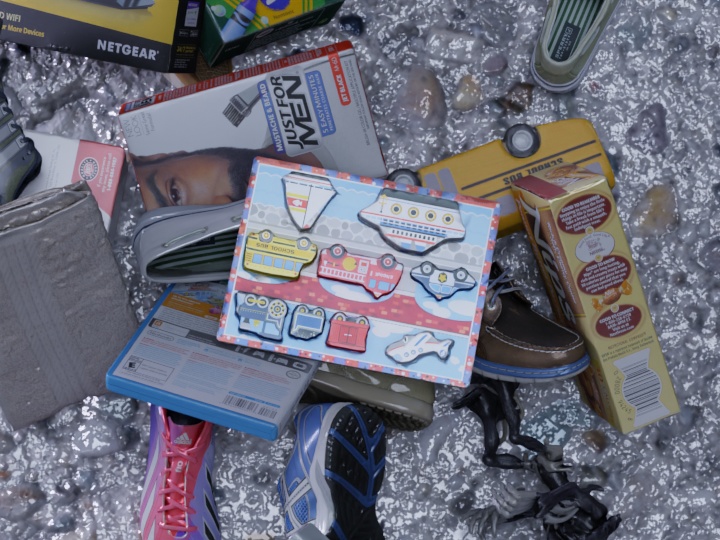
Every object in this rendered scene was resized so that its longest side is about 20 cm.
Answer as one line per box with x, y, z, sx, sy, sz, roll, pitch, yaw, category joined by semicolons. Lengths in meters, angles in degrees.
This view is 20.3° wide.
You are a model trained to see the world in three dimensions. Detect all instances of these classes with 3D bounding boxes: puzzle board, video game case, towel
0.000;0.000;1.561;0.199;0.017;0.151;11;79;0;puzzle board
-0.094;0.047;1.590;0.143;0.018;0.200;15;41;14;video game case
-0.247;0.030;1.595;0.132;0.035;0.201;-21;125;-6;towel

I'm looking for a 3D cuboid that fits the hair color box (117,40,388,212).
-0.088;-0.107;1.649;0.199;0.064;0.111;-16;103;1;hair color box

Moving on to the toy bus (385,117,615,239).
0.105;-0.066;1.676;0.199;0.065;0.079;-21;82;-7;toy bus

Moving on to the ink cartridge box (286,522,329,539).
-0.045;0.327;1.565;0.174;0.044;0.200;42;104;6;ink cartridge box

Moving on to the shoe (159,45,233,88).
-0.177;-0.223;1.705;0.070;0.053;0.200;-30;84;-43;shoe

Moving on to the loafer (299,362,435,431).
-0.029;0.073;1.639;0.199;0.076;0.069;19;68;4;loafer

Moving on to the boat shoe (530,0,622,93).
0.200;-0.247;1.717;0.072;0.062;0.201;18;77;1;boat shoe

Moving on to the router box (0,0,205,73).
-0.220;-0.255;1.646;0.199;0.052;0.158;12;99;21;router box

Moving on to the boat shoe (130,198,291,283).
-0.082;-0.021;1.608;0.199;0.074;0.067;-12;36;-1;boat shoe

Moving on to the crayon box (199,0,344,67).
-0.115;-0.286;1.696;0.125;0.052;0.201;-24;80;-28;crayon box

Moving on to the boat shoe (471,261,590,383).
0.094;0.032;1.602;0.199;0.072;0.073;17;119;33;boat shoe

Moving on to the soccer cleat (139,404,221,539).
-0.143;0.159;1.613;0.066;0.076;0.201;2;78;-2;soccer cleat

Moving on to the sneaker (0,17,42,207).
-0.293;-0.106;1.600;0.081;0.074;0.201;3;85;-10;sneaker

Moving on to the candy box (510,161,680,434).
0.187;0.020;1.605;0.055;0.115;0.201;-20;102;-7;candy box

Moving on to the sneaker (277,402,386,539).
-0.026;0.202;1.620;0.075;0.077;0.201;6;93;-38;sneaker

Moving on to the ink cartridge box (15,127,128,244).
-0.300;-0.058;1.653;0.199;0.068;0.117;11;78;-2;ink cartridge box

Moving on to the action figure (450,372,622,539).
0.134;0.179;1.607;0.102;0.119;0.201;-19;70;-26;action figure
